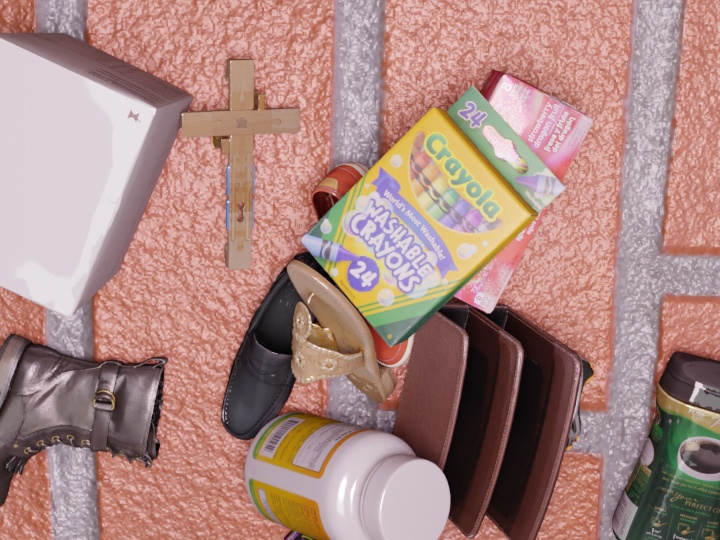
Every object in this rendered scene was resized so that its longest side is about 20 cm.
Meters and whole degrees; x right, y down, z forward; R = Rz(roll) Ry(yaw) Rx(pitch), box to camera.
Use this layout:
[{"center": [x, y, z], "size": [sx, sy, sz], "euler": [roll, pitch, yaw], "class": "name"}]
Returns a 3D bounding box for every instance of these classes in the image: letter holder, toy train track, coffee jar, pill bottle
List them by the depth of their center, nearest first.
[{"center": [-0.012, 0.199, 1.012], "size": [0.110, 0.199, 0.112], "euler": [-2, 93, -37], "class": "pill bottle"}, {"center": [0.111, 0.149, 1.018], "size": [0.100, 0.142, 0.202], "euler": [3, 109, -30], "class": "letter holder"}, {"center": [-0.118, -0.101, 1.045], "size": [0.114, 0.033, 0.202], "euler": [-5, 110, -22], "class": "toy train track"}, {"center": [0.324, 0.184, 1.074], "size": [0.103, 0.085, 0.202], "euler": [16, 102, 0], "class": "coffee jar"}]

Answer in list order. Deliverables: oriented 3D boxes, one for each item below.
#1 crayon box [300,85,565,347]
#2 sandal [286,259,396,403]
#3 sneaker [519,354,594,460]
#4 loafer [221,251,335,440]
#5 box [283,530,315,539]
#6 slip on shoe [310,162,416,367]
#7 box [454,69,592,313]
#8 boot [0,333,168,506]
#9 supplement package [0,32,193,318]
[{"center": [0.061, -0.048, 0.946], "size": [0.200, 0.052, 0.126], "euler": [-44, 80, 15], "class": "crayon box"}, {"center": [-0.029, 0.081, 1.007], "size": [0.070, 0.077, 0.212], "euler": [-52, 143, -17], "class": "sandal"}, {"center": [0.178, 0.167, 1.081], "size": [0.077, 0.078, 0.202], "euler": [3, 112, -25], "class": "sneaker"}, {"center": [-0.087, 0.075, 1.058], "size": [0.068, 0.070, 0.202], "euler": [28, 101, 10], "class": "loafer"}, {"center": [-0.018, 0.334, 1.049], "size": [0.143, 0.200, 0.036], "euler": [44, 99, -8], "class": "box"}, {"center": [0.000, 0.000, 1.038], "size": [0.074, 0.061, 0.202], "euler": [-5, 106, 44], "class": "slip on shoe"}, {"center": [0.121, -0.076, 1.015], "size": [0.095, 0.100, 0.201], "euler": [26, 101, -5], "class": "box"}, {"center": [-0.286, 0.165, 1.084], "size": [0.173, 0.069, 0.202], "euler": [16, 99, -2], "class": "boot"}, {"center": [-0.261, -0.093, 0.963], "size": [0.146, 0.200, 0.193], "euler": [24, 100, -5], "class": "supplement package"}]
